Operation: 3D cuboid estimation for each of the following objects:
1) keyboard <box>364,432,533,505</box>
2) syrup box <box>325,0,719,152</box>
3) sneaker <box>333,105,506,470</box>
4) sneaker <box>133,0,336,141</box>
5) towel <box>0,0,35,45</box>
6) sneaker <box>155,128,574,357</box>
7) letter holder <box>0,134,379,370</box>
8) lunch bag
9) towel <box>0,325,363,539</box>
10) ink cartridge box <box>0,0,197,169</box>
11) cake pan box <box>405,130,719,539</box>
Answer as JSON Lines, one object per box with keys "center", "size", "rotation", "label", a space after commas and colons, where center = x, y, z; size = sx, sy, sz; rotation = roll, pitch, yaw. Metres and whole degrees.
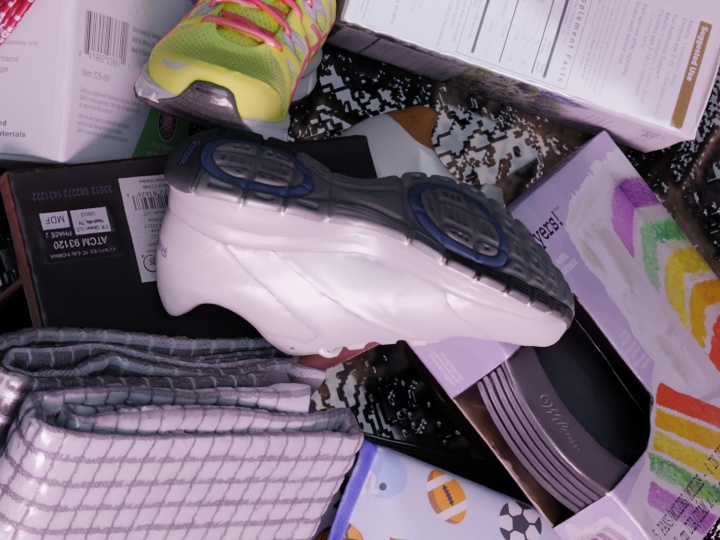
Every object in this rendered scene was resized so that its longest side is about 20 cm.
{"center": [-0.001, 0.151, 1.233], "size": [0.198, 0.021, 0.128], "rotation": [14, 85, -9], "label": "keyboard"}
{"center": [0.085, -0.131, 1.222], "size": [0.199, 0.079, 0.082], "rotation": [17, 86, -9], "label": "syrup box"}
{"center": [0.058, 0.006, 1.218], "size": [0.084, 0.073, 0.201], "rotation": [-30, 99, -18], "label": "sneaker"}
{"center": [-0.053, -0.121, 1.125], "size": [0.078, 0.200, 0.091], "rotation": [22, 110, -1], "label": "sneaker"}
{"center": [-0.236, -0.121, 1.092], "size": [0.200, 0.022, 0.145], "rotation": [-50, 65, 18], "label": "towel"}
{"center": [0.000, 0.000, 1.058], "size": [0.198, 0.075, 0.088], "rotation": [16, 122, -7], "label": "sneaker"}
{"center": [-0.100, 0.012, 1.144], "size": [0.199, 0.142, 0.101], "rotation": [-8, 76, -33], "label": "letter holder"}
{"center": [0.025, 0.207, 1.166], "size": [0.169, 0.124, 0.201], "rotation": [21, 77, -11], "label": "lunch bag"}
{"center": [-0.111, 0.109, 1.037], "size": [0.199, 0.086, 0.166], "rotation": [2, 121, -47], "label": "towel"}
{"center": [-0.143, -0.149, 1.141], "size": [0.087, 0.145, 0.202], "rotation": [5, 90, 21], "label": "ink cartridge box"}
{"center": [0.123, 0.046, 1.169], "size": [0.185, 0.052, 0.200], "rotation": [51, 40, 1], "label": "cake pan box"}
